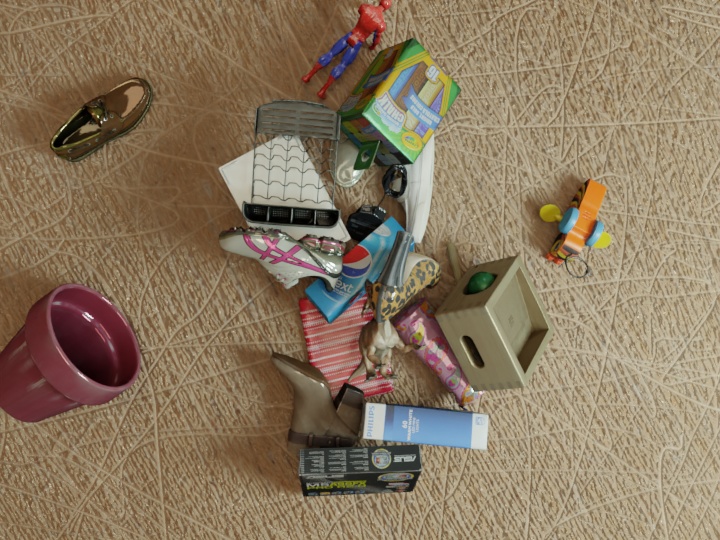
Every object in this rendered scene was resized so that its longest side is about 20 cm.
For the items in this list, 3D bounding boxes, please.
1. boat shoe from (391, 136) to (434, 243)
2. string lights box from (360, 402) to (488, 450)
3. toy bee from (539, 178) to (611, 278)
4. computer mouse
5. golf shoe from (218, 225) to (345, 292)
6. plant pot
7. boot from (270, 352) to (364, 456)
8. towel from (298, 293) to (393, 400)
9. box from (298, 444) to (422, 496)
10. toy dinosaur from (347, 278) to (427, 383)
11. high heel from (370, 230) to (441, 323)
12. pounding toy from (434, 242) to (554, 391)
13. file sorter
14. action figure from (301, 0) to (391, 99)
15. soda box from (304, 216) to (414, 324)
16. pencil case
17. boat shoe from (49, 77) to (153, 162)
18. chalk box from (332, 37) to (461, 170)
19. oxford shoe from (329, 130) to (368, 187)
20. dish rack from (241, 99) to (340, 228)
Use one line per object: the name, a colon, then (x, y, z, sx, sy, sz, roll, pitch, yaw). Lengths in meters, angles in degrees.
boat shoe: (0.090, -0.151, 1.188, 0.068, 0.072, 0.203, 5, 92, 12)
string lights box: (0.102, 0.255, 1.115, 0.197, 0.103, 0.060, 5, 79, -1)
toy bee: (0.367, -0.064, 1.195, 0.131, 0.109, 0.200, 46, 63, 6)
computer mouse: (0.028, -0.116, 1.139, 0.058, 0.200, 0.034, 20, 51, -15)
golf shoe: (-0.125, -0.019, 1.049, 0.198, 0.073, 0.093, 10, 91, -5)
plant pot: (-0.495, 0.150, 1.108, 0.178, 0.200, 0.201, -32, 92, 13)
boot: (-0.091, 0.245, 1.165, 0.198, 0.070, 0.147, 26, 96, -5)
towel: (-0.025, 0.133, 1.204, 0.143, 0.022, 0.202, -11, 91, -2)
box: (-0.003, 0.339, 1.138, 0.197, 0.161, 0.045, -1, 61, -4)
toy dinosaur: (0.026, 0.107, 1.141, 0.085, 0.201, 0.136, -9, 59, -31)
high heel: (0.072, 0.037, 1.097, 0.071, 0.200, 0.144, 13, 75, 26)
pounding toy: (0.209, 0.066, 1.140, 0.184, 0.141, 0.201, -45, 112, -44)
file sorter: (-0.125, -0.108, 1.147, 0.138, 0.125, 0.201, -28, 92, -3)
action figure: (-0.013, -0.399, 1.189, 0.065, 0.099, 0.200, 44, 110, -5)
soda box: (0.000, 0.000, 1.166, 0.200, 0.068, 0.064, -41, 78, -9)
pencil case: (0.144, 0.145, 1.184, 0.087, 0.087, 0.200, -41, 93, -2)
boat shoe: (-0.441, -0.260, 1.159, 0.200, 0.068, 0.072, -43, 91, -3)
chalk box: (0.045, -0.254, 1.107, 0.124, 0.124, 0.201, 40, 77, -25)
oxford shoe: (-0.006, -0.246, 1.187, 0.074, 0.058, 0.202, 19, 91, -4)
dish rack: (-0.103, -0.169, 1.060, 0.151, 0.055, 0.203, 4, 90, -5)
